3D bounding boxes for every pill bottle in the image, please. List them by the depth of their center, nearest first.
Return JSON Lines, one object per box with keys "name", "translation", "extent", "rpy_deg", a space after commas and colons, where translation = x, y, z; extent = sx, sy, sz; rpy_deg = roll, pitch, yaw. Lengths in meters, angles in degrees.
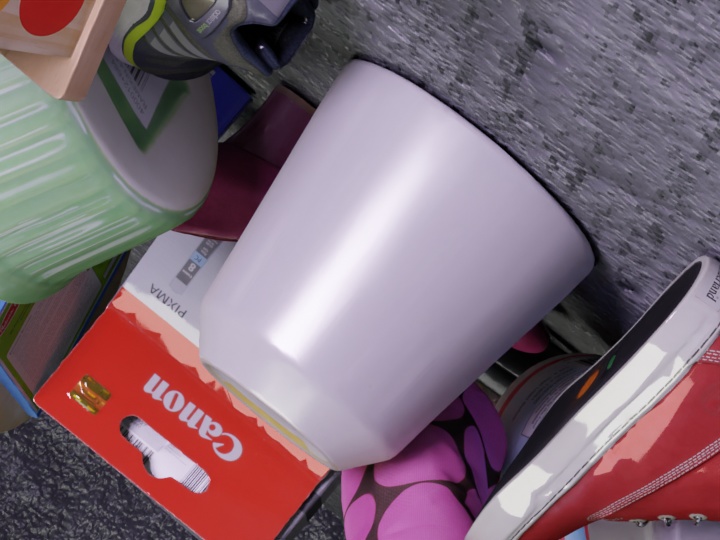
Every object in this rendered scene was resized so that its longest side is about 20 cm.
{"name": "pill bottle", "translation": [0.143, 0.107, 1.432], "extent": [0.109, 0.109, 0.200], "rpy_deg": [43, 171, -21]}

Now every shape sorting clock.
{"name": "shape sorting clock", "translation": [-0.178, -0.005, 1.641], "extent": [0.039, 0.200, 0.200], "rpy_deg": [23, 167, 16]}

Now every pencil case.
{"name": "pencil case", "translation": [0.036, 0.130, 1.391], "extent": [0.094, 0.091, 0.200], "rpy_deg": [33, -153, -20]}

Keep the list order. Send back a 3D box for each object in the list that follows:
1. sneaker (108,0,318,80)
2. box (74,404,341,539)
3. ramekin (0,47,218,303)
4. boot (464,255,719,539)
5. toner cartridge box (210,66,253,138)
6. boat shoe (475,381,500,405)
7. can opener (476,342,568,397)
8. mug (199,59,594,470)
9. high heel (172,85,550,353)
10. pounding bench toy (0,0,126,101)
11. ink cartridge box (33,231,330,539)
{"name": "sneaker", "translation": [-0.063, -0.114, 1.316], "extent": [0.081, 0.074, 0.200], "rpy_deg": [35, 173, 3]}
{"name": "box", "translation": [-0.057, 0.055, 1.702], "extent": [0.156, 0.200, 0.041], "rpy_deg": [39, 171, 7]}
{"name": "ramekin", "translation": [-0.151, -0.093, 1.409], "extent": [0.200, 0.097, 0.200], "rpy_deg": [51, -152, -41]}
{"name": "boot", "translation": [0.143, 0.099, 1.260], "extent": [0.144, 0.072, 0.200], "rpy_deg": [38, 133, -5]}
{"name": "toner cartridge box", "translation": [-0.154, -0.145, 1.628], "extent": [0.200, 0.043, 0.095], "rpy_deg": [42, 171, -13]}
{"name": "boat shoe", "translation": [0.107, 0.123, 1.755], "extent": [0.073, 0.075, 0.200], "rpy_deg": [10, -153, -30]}
{"name": "can opener", "translation": [0.057, 0.036, 1.602], "extent": [0.200, 0.079, 0.063], "rpy_deg": [32, 165, -10]}
{"name": "mug", "translation": [0.011, 0.016, 1.383], "extent": [0.149, 0.153, 0.187], "rpy_deg": [34, 170, 31]}
{"name": "high heel", "translation": [0.000, 0.000, 1.530], "extent": [0.200, 0.096, 0.067], "rpy_deg": [39, 170, 7]}
{"name": "pounding bench toy", "translation": [-0.152, -0.188, 1.175], "extent": [0.156, 0.200, 0.124], "rpy_deg": [4, -153, -47]}
{"name": "ink cartridge box", "translation": [-0.061, 0.041, 1.650], "extent": [0.160, 0.200, 0.047], "rpy_deg": [39, 169, 1]}
